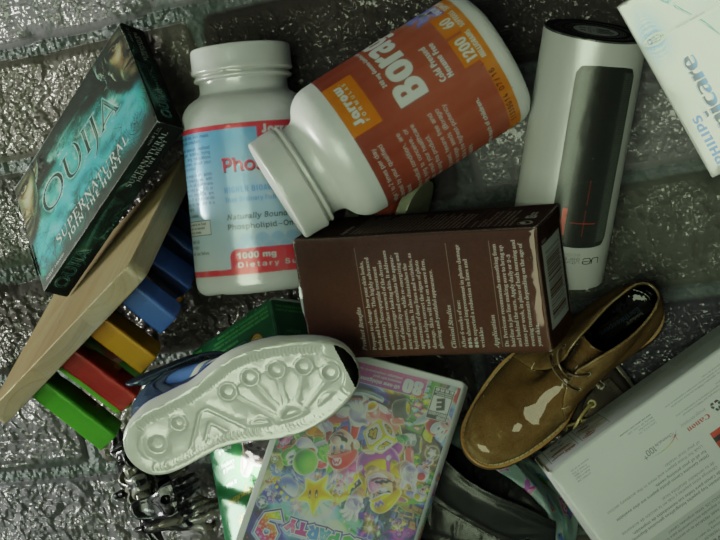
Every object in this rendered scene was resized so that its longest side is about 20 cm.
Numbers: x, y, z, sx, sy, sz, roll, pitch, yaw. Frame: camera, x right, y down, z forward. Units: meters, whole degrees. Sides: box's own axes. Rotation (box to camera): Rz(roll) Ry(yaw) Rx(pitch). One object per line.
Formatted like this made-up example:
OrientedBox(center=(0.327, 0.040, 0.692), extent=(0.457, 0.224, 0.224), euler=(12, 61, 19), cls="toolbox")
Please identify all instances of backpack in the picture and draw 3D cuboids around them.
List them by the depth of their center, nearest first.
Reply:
OrientedBox(center=(0.083, 0.193, 1.291), extent=(0.200, 0.127, 0.167), euler=(25, 115, 15), cls="backpack")

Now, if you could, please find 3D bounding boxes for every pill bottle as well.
OrientedBox(center=(0.020, -0.114, 1.181), extent=(0.200, 0.112, 0.112), euler=(-33, 94, -4), cls="pill bottle")
OrientedBox(center=(-0.089, -0.083, 1.266), extent=(0.109, 0.109, 0.200), euler=(-5, 92, 22), cls="pill bottle")

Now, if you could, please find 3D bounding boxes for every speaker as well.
OrientedBox(center=(0.165, -0.088, 1.197), extent=(0.081, 0.081, 0.200), euler=(14, 111, 16), cls="speaker")

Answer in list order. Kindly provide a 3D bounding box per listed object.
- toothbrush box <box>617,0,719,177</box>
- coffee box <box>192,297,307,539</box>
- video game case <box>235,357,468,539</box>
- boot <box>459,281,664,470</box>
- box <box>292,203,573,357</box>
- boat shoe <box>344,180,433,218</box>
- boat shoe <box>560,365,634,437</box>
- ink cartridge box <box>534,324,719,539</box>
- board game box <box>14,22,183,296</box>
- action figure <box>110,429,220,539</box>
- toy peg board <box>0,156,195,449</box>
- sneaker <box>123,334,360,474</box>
OrientedBox(center=(0.310, -0.181, 1.109), extent=(0.200, 0.085, 0.146), euler=(-27, 96, 27), cls="toothbrush box")
OrientedBox(center=(-0.079, 0.139, 1.314), extent=(0.123, 0.044, 0.200), euler=(-34, 59, 40), cls="coffee box")
OrientedBox(center=(-0.011, 0.166, 1.219), extent=(0.143, 0.018, 0.200), euler=(14, 77, 21), cls="video game case")
OrientedBox(center=(0.155, 0.076, 1.207), extent=(0.200, 0.075, 0.074), euler=(-41, 78, -3), cls="boot")
OrientedBox(center=(0.056, 0.010, 1.189), extent=(0.200, 0.075, 0.100), euler=(-3, 106, 22), cls="box")
OrientedBox(center=(0.000, 0.000, 1.292), extent=(0.063, 0.071, 0.200), euler=(27, 115, 19), cls="boat shoe")
OrientedBox(center=(0.200, 0.131, 1.264), extent=(0.072, 0.060, 0.200), euler=(-40, 91, 26), cls="boat shoe")
OrientedBox(center=(0.268, 0.163, 1.193), extent=(0.200, 0.084, 0.176), euler=(-35, 91, 0), cls="ink cartridge box")
OrientedBox(center=(-0.228, -0.094, 1.322), extent=(0.200, 0.028, 0.135), euler=(-51, 44, 27), cls="board game box")
OrientedBox(center=(-0.172, 0.184, 1.387), extent=(0.102, 0.200, 0.119), euler=(-15, 84, -13), cls="action figure")
OrientedBox(center=(-0.194, 0.037, 1.319), extent=(0.098, 0.200, 0.199), euler=(39, 117, -15), cls="toy peg board")
OrientedBox(center=(-0.090, 0.086, 1.226), extent=(0.200, 0.146, 0.081), euler=(-24, 102, 11), cls="sneaker")
